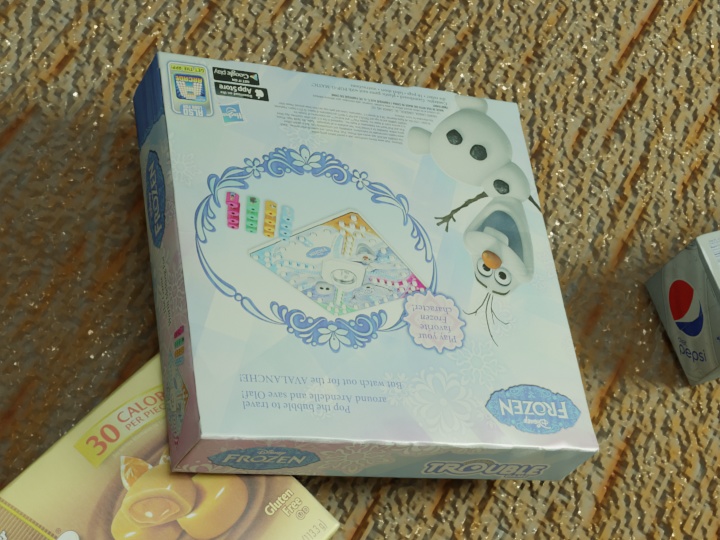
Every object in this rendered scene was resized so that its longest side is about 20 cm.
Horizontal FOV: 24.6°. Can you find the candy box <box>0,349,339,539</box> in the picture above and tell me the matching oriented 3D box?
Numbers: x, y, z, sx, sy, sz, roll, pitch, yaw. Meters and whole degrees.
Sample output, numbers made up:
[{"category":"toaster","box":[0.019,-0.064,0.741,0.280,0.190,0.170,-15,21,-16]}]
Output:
[{"category":"candy box","box":[-0.119,0.143,0.717,0.115,0.055,0.200,44,64,6]}]

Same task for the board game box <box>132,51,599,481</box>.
[{"category":"board game box","box":[0.000,0.000,0.784,0.200,0.043,0.199,5,58,-25]}]

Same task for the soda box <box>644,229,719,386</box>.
[{"category":"soda box","box":[0.256,-0.002,0.869,0.200,0.068,0.064,-16,73,-19]}]
